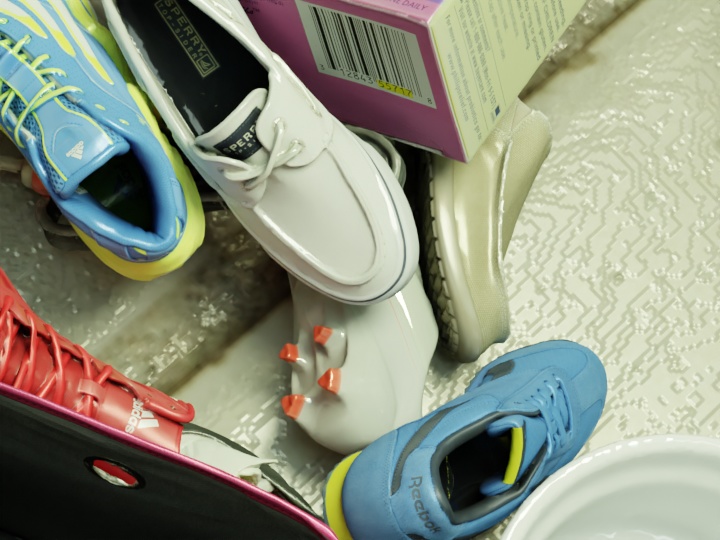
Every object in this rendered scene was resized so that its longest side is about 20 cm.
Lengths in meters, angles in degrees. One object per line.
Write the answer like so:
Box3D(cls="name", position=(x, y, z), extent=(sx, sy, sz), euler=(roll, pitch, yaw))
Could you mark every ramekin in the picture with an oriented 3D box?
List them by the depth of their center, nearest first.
Box3D(cls="ramekin", position=(0.141, 0.185, 1.196), extent=(0.200, 0.098, 0.201), euler=(4, 69, -10))

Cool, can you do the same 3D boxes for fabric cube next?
Box3D(cls="fabric cube", position=(-0.143, 0.183, 1.078), extent=(0.196, 0.199, 0.200), euler=(23, 67, -2))

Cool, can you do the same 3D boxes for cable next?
Box3D(cls="cable", position=(-0.082, -0.047, 1.226), extent=(0.200, 0.050, 0.097), euler=(13, 71, 23))

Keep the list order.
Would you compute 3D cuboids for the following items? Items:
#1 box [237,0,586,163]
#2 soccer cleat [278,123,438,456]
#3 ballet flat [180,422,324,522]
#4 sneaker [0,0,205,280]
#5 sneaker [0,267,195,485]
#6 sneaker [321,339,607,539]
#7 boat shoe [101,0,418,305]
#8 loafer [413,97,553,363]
Box3D(cls="box", position=(0.020, -0.174, 1.258), extent=(0.176, 0.097, 0.200), euler=(20, 58, 30))
Box3D(cls="soccer cleat", position=(0.000, 0.000, 1.258), extent=(0.078, 0.069, 0.200), euler=(22, 55, -36))
Box3D(cls="ballet flat", position=(-0.046, 0.120, 1.194), extent=(0.200, 0.068, 0.068), euler=(32, 68, 1))
Box3D(cls="sneaker", position=(-0.135, -0.083, 1.157), extent=(0.076, 0.105, 0.200), euler=(-40, 98, -5))
Box3D(cls="sneaker", position=(-0.131, 0.040, 1.105), extent=(0.115, 0.200, 0.078), euler=(16, 77, 17))
Box3D(cls="sneaker", position=(0.070, 0.081, 1.198), extent=(0.200, 0.078, 0.066), euler=(-27, 97, -47))
Box3D(cls="boat shoe", position=(-0.049, -0.066, 1.170), extent=(0.072, 0.066, 0.200), euler=(-33, 91, 15))
Box3D(cls="loafer", position=(0.062, -0.052, 1.279), extent=(0.068, 0.076, 0.200), euler=(-1, 69, -7))
